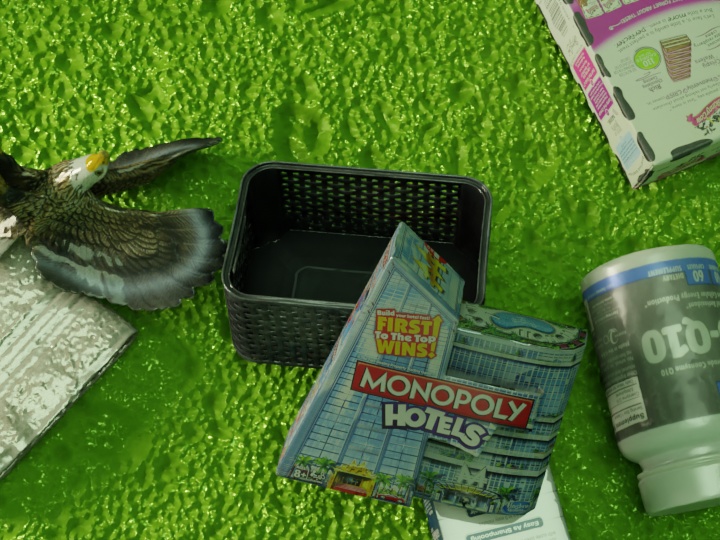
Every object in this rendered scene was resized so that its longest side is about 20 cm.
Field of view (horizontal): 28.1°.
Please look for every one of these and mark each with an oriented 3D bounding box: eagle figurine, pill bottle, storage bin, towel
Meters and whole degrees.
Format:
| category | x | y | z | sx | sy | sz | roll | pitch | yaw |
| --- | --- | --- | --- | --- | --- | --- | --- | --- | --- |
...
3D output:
| category | x | y | z | sx | sy | sz | roll | pitch | yaw |
| --- | --- | --- | --- | --- | --- | --- | --- | --- | --- |
| eagle figurine | -0.212 | -0.057 | 1.132 | 0.200 | 0.151 | 0.152 | 15 | 92 | -31 |
| pill bottle | 0.253 | 0.090 | 1.153 | 0.113 | 0.114 | 0.200 | -9 | 74 | -9 |
| storage bin | 0.000 | 0.000 | 1.133 | 0.199 | 0.094 | 0.135 | 4 | 55 | 6 |
| towel | -0.290 | 0.078 | 1.134 | 0.132 | 0.034 | 0.200 | 40 | 72 | 6 |

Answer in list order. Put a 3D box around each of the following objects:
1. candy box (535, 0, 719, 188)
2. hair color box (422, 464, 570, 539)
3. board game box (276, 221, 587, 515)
| category | x | y | z | sx | sy | sz | roll | pitch | yaw |
| --- | --- | --- | --- | --- | --- | --- | --- | --- | --- |
| candy box | 0.260 | -0.189 | 1.262 | 0.136 | 0.061 | 0.200 | -21 | 76 | -13 |
| hair color box | 0.100 | 0.177 | 1.135 | 0.100 | 0.061 | 0.200 | -13 | 74 | -7 |
| board game box | 0.055 | 0.075 | 1.037 | 0.199 | 0.200 | 0.062 | 13 | 28 | 1 |
